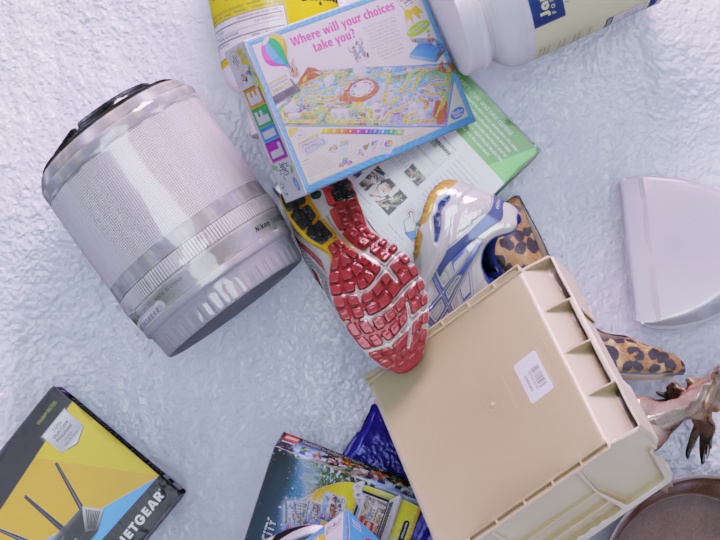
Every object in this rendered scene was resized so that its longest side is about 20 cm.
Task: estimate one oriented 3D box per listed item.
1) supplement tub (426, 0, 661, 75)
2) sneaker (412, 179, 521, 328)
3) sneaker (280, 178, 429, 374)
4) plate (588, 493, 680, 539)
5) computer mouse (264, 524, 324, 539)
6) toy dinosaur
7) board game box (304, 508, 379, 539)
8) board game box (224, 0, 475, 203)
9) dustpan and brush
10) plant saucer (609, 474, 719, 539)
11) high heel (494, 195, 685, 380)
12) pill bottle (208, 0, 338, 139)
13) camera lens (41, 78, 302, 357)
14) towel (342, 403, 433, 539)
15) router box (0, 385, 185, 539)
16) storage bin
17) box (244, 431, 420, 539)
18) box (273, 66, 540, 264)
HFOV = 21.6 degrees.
[{"bbox_3d":[0.156,-0.264,1.628,0.198,0.145,0.146,-25,87,-8],"label":"supplement tub"},{"bbox_3d":[0.081,0.027,1.624,0.087,0.075,0.202,17,113,11],"label":"sneaker"},{"bbox_3d":[0.000,0.000,1.601,0.077,0.082,0.201,-24,67,-7],"label":"sneaker"},{"bbox_3d":[0.190,0.293,1.634,0.198,0.032,0.202,-10,94,-18],"label":"plate"},{"bbox_3d":[-0.086,0.272,1.592,0.199,0.044,0.110,-33,108,16],"label":"computer mouse"},{"bbox_3d":[0.231,0.142,1.639,0.198,0.135,0.087,-13,92,32],"label":"toy dinosaur"},{"bbox_3d":[-0.019,0.326,1.561,0.199,0.056,0.196,-37,111,18],"label":"board game box"},{"bbox_3d":[-0.005,-0.154,1.592,0.199,0.034,0.136,-24,94,-36],"label":"board game box"},{"bbox_3d":[0.333,-0.021,1.673,0.198,0.057,0.141,-6,74,5],"label":"dustpan and brush"},{"bbox_3d":[0.287,0.276,1.632,0.198,0.034,0.203,0,89,-18],"label":"plant saucer"},{"bbox_3d":[0.196,0.018,1.656,0.198,0.071,0.144,11,88,6],"label":"high heel"},{"bbox_3d":[-0.073,-0.222,1.650,0.111,0.112,0.202,-11,87,-1],"label":"pill bottle"},{"bbox_3d":[-0.164,-0.049,1.615,0.159,0.160,0.201,-36,87,-2],"label":"camera lens"},{"bbox_3d":[0.063,0.225,1.655,0.199,0.050,0.149,27,88,2],"label":"towel"},{"bbox_3d":[-0.272,0.225,1.652,0.149,0.051,0.201,38,88,4],"label":"router box"},{"bbox_3d":[0.128,0.125,1.546,0.198,0.094,0.201,-36,49,15],"label":"storage bin"},{"bbox_3d":[-0.036,0.256,1.622,0.135,0.038,0.202,20,107,6],"label":"box"},{"bbox_3d":[0.041,-0.089,1.681,0.200,0.036,0.144,-43,88,-1],"label":"box"}]
